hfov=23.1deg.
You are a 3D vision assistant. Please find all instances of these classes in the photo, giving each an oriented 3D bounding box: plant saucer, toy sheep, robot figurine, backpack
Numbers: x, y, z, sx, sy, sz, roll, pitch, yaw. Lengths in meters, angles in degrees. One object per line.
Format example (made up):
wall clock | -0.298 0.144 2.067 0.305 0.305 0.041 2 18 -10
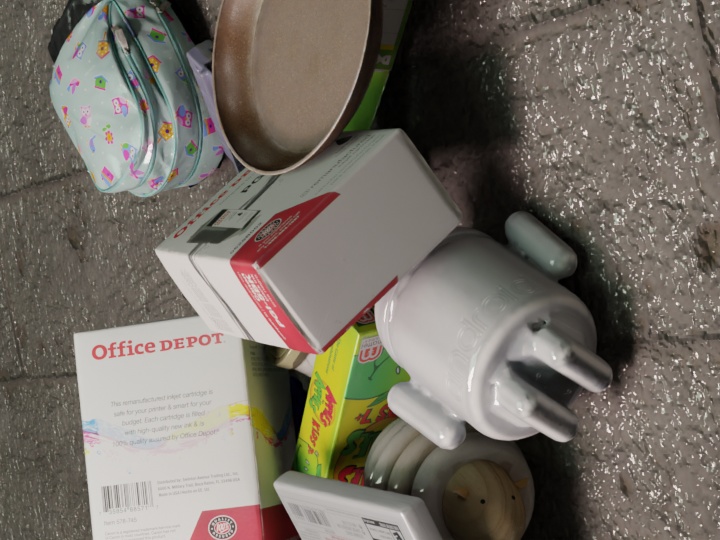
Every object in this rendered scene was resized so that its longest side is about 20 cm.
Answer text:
plant saucer | -0.041 -0.166 1.249 0.200 0.032 0.202 -16 70 51
toy sheep | 0.062 0.166 1.301 0.200 0.137 0.139 13 112 63
robot figurine | 0.085 0.041 1.225 0.170 0.113 0.200 -54 43 0
backpack | -0.207 -0.163 1.621 0.201 0.126 0.167 62 143 17

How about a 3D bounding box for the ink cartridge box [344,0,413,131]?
ink cartridge box | -0.042 -0.184 1.357 0.148 0.075 0.201 44 126 43

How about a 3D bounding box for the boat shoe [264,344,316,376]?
boat shoe | 0.000 0.000 1.393 0.201 0.068 0.075 -55 35 27

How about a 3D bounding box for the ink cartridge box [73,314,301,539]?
ink cartridge box | -0.136 0.140 1.443 0.145 0.144 0.202 16 -113 -77

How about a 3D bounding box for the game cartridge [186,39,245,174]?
game cartridge | -0.075 -0.094 1.473 0.200 0.038 0.130 46 159 42

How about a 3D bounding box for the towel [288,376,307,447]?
towel | -0.098 0.203 1.530 0.148 0.199 0.050 57 -173 9

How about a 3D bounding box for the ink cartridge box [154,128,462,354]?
ink cartridge box | -0.043 -0.025 1.254 0.083 0.147 0.200 53 161 -19

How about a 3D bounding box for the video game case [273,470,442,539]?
video game case | 0.026 0.234 1.274 0.200 0.023 0.183 -1 119 61

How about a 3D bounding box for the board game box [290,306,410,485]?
board game box | 0.011 0.102 1.384 0.048 0.101 0.201 47 138 38
